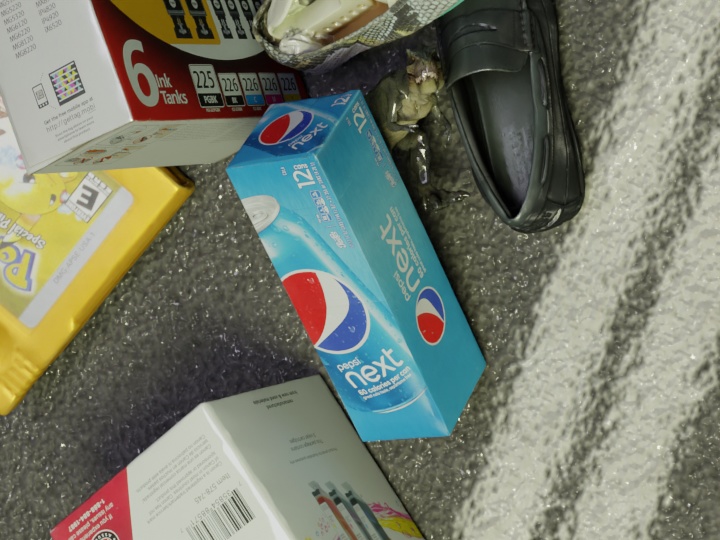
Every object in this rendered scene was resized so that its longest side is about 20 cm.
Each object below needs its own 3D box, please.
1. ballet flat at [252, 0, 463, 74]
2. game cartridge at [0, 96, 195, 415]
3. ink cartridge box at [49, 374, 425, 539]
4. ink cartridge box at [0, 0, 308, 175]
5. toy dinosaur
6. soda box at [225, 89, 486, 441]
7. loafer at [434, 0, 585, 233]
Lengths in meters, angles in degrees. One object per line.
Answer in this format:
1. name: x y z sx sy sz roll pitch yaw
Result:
1. ballet flat: 0.002 -0.164 1.363 0.200 0.072 0.072 -25 82 50
2. game cartridge: -0.232 -0.036 1.518 0.176 0.032 0.200 40 104 0
3. ink cartridge box: -0.053 0.189 1.416 0.145 0.144 0.201 -39 76 24
4. ink cartridge box: -0.137 -0.155 1.401 0.084 0.200 0.177 -24 83 28
5. toy dinosaur: 0.013 -0.069 1.393 0.200 0.047 0.089 -28 82 57
6. soda box: 0.000 0.000 1.361 0.064 0.068 0.201 -7 123 32
7. loafer: 0.079 -0.120 1.362 0.068 0.070 0.202 -17 85 28
